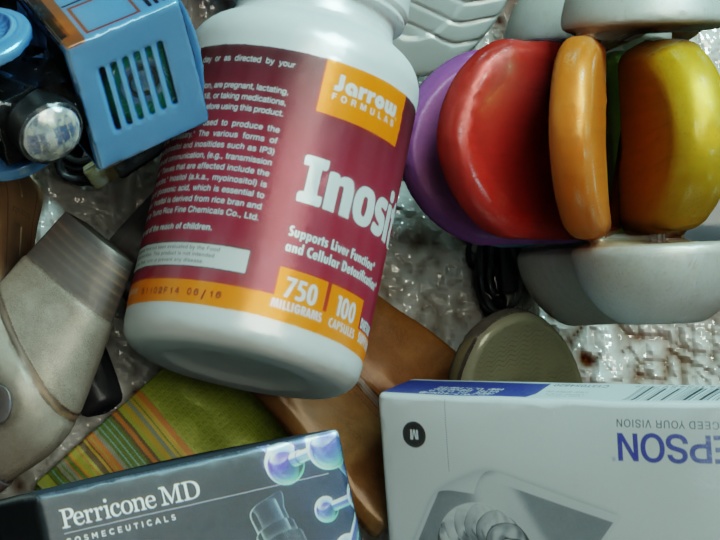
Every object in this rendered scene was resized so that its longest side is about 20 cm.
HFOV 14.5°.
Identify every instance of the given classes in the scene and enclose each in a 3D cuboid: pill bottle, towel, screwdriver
[{"bbox_3d":[-0.036,-0.050,1.309,0.113,0.113,0.201,15,77,-15],"label":"pill bottle"},{"bbox_3d":[-0.063,0.073,1.390,0.086,0.018,0.200,48,65,-3],"label":"towel"},{"bbox_3d":[-0.161,-0.022,1.380,0.029,0.028,0.201,-22,80,6],"label":"screwdriver"}]

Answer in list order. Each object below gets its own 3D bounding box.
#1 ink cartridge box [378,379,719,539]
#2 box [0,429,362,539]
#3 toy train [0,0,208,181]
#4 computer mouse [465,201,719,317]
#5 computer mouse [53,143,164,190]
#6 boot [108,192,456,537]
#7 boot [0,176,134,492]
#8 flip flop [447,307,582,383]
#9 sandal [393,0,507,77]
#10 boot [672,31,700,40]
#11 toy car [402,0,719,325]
[{"bbox_3d":[0.106,0.152,1.308,0.041,0.199,0.201,-20,106,-57],"label":"ink cartridge box"},{"bbox_3d":[-0.072,0.186,1.293,0.148,0.107,0.201,-12,87,-22],"label":"box"},{"bbox_3d":[-0.153,-0.115,1.294,0.114,0.087,0.200,-23,39,-16],"label":"toy train"},{"bbox_3d":[0.155,-0.036,1.479,0.199,0.053,0.139,3,73,-19],"label":"computer mouse"},{"bbox_3d":[-0.148,-0.141,1.397,0.110,0.044,0.200,-37,85,11],"label":"computer mouse"},{"bbox_3d":[0.000,0.000,1.392,0.200,0.068,0.188,42,64,0],"label":"boot"},{"bbox_3d":[-0.200,0.013,1.325,0.200,0.070,0.146,39,92,34],"label":"boot"},{"bbox_3d":[0.101,0.111,1.384,0.081,0.058,0.201,-25,104,-33],"label":"flip flop"},{"bbox_3d":[0.045,-0.194,1.420,0.082,0.050,0.203,9,114,-7],"label":"sandal"},{"bbox_3d":[0.125,-0.192,1.437,0.155,0.200,0.074,43,81,-11],"label":"boot"},{"bbox_3d":[0.094,-0.060,1.349,0.149,0.200,0.176,-3,90,-14],"label":"toy car"}]
